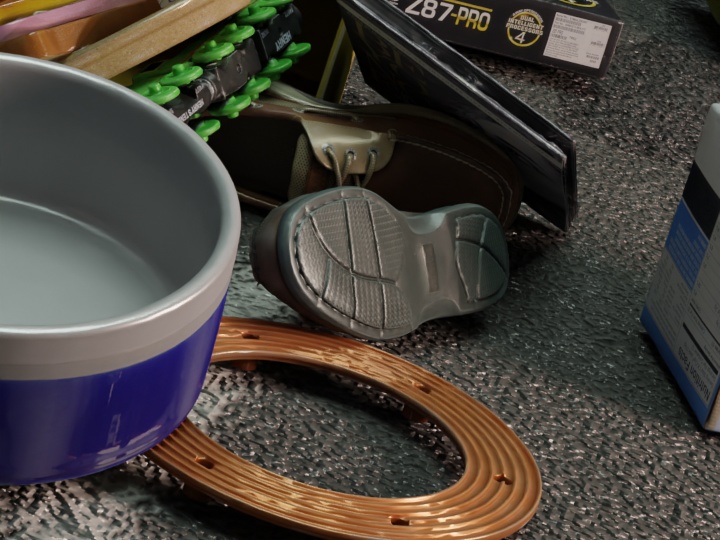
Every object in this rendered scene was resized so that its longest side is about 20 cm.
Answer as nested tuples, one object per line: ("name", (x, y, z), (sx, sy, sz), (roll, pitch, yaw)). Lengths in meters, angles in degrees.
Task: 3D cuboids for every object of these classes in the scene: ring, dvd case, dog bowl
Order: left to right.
("dog bowl", (-0.152, -0.005, 1.090), (0.199, 0.079, 0.200), (10, 35, -7))
("ring", (-0.019, 0.072, 1.151), (0.200, 0.019, 0.201), (14, 21, -6))
("dvd case", (0.054, -0.086, 1.443), (0.149, 0.016, 0.200), (38, -5, 10))

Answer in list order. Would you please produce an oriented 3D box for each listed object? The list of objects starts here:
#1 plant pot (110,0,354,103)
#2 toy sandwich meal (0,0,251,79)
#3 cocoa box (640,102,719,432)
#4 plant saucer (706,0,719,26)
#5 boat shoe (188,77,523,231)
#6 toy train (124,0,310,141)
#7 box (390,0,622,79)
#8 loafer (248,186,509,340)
("plant pot", (-0.072, -0.185, 1.546), (0.199, 0.201, 0.176), (21, 11, 12))
("toy sandwich meal", (-0.147, -0.132, 1.376), (0.205, 0.070, 0.205), (-26, 8, 4))
("cocoa box", (0.264, 0.015, 1.360), (0.199, 0.132, 0.133), (12, 21, -15))
("plant saucer", (0.358, -0.177, 2.054), (0.199, 0.048, 0.200), (13, 21, -10))
("boat shoe", (-0.015, -0.052, 1.407), (0.199, 0.076, 0.072), (13, 22, 14))
("toy train", (-0.082, -0.098, 1.365), (0.056, 0.042, 0.200), (-10, 18, 24))
("box", (0.066, -0.196, 1.848), (0.199, 0.049, 0.161), (12, 18, -13))
("loafer", (0.000, 0.000, 1.288), (0.063, 0.072, 0.200), (-7, -5, 32))
